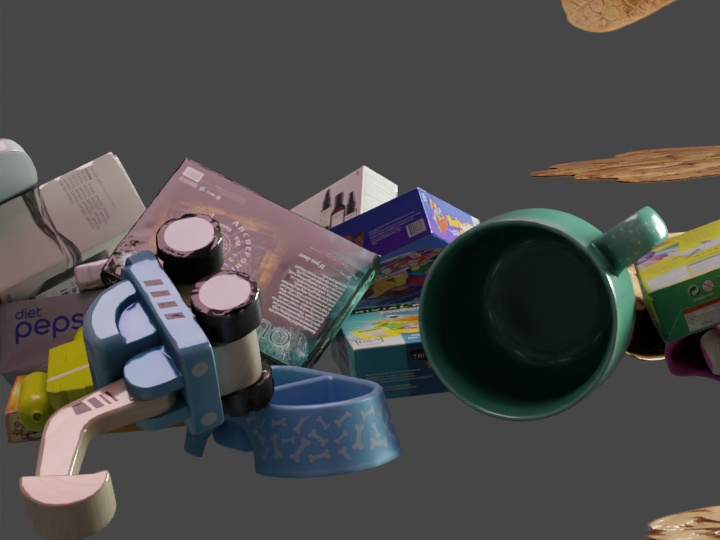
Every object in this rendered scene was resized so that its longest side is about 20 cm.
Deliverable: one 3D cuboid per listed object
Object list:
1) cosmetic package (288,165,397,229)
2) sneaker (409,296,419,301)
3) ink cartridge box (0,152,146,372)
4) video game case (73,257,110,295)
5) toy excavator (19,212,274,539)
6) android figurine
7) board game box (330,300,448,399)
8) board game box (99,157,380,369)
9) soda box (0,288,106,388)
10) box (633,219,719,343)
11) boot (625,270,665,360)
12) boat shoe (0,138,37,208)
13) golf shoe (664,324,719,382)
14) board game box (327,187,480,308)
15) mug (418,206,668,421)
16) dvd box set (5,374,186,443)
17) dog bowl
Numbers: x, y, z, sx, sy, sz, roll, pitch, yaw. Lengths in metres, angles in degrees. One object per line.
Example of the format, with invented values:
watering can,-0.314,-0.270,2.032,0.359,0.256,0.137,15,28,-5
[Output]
cosmetic package,-0.051,-0.019,1.894,0.050,0.083,0.199,30,-42,-32
sneaker,0.095,0.027,1.856,0.199,0.070,0.099,-15,-22,26
ink cartridge box,-0.287,-0.001,1.781,0.199,0.083,0.147,-28,-23,-16
video game case,-0.161,0.021,1.790,0.181,0.023,0.200,-14,-21,-8
toy excavator,-0.153,0.078,1.329,0.199,0.100,0.195,-22,46,-16
android figurine,-0.173,0.072,1.489,0.181,0.041,0.200,-20,17,-5
board game box,0.057,0.062,1.681,0.150,0.047,0.200,-6,9,-6
board game box,-0.101,-0.001,1.667,0.199,0.028,0.136,27,62,16
soda box,-0.208,0.056,1.705,0.198,0.069,0.064,-8,-23,4
box,0.279,-0.002,1.574,0.117,0.049,0.200,-20,12,8
boot,0.219,0.039,1.702,0.199,0.074,0.154,6,13,-43
boat shoe,-0.336,-0.067,1.780,0.073,0.068,0.200,-27,-23,-19
golf shoe,0.316,0.059,1.503,0.091,0.076,0.199,-21,8,-34
board game box,0.000,0.000,1.763,0.199,0.045,0.134,-25,-21,20
mug,0.146,0.029,1.490,0.184,0.153,0.114,-1,6,19
dvd box set,-0.184,0.103,1.606,0.198,0.030,0.146,-5,8,-6
dog bowl,-0.053,0.107,1.440,0.111,0.050,0.199,-11,11,-34
